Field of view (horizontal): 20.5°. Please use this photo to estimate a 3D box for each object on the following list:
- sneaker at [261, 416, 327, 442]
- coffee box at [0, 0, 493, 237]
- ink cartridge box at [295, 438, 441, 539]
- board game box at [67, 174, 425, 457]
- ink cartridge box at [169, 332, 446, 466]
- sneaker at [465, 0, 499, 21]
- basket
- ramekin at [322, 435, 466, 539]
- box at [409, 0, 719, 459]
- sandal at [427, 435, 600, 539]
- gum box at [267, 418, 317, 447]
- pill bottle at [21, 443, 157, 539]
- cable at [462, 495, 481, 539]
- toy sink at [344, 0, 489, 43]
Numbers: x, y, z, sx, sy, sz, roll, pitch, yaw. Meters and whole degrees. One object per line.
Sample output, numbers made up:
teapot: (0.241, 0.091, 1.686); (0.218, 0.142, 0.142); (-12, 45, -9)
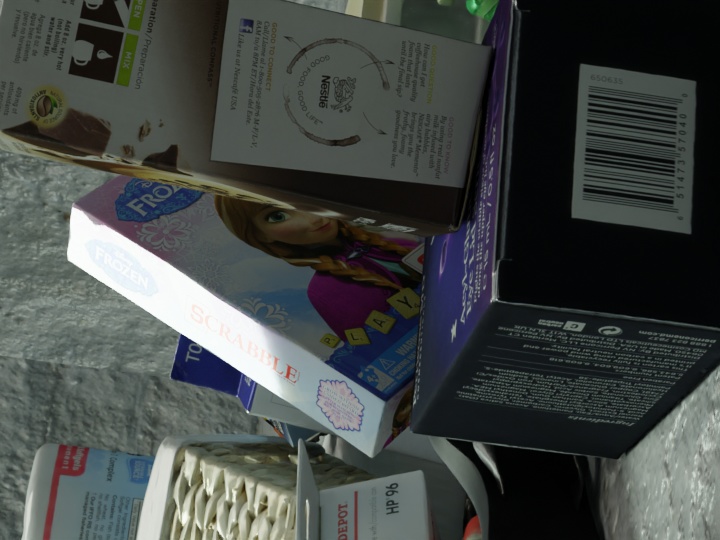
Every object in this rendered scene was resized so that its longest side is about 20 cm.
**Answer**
sneaker: (0.000, 0.030, 1.362); (0.200, 0.090, 0.070); (-42, 6, 4)
coffee box: (-0.053, -0.072, 0.849); (0.113, 0.199, 0.080); (166, 116, -85)
ink cartridge box: (0.019, 0.197, 1.124); (0.116, 0.068, 0.201); (-92, -12, -60)
board game box: (-0.012, -0.016, 1.034); (0.200, 0.199, 0.041); (-38, -30, -44)
ink cartridge box: (0.000, 0.000, 1.184); (0.041, 0.199, 0.201); (-52, -24, -82)
sneaker: (0.102, -0.232, 1.149); (0.074, 0.083, 0.201); (123, 156, -77)
basket: (-0.056, 0.212, 1.229); (0.123, 0.135, 0.201); (14, 95, 42)
ramekin: (0.014, 0.208, 1.390); (0.202, 0.094, 0.203); (-172, 90, -84)
box: (0.091, -0.015, 0.865); (0.200, 0.104, 0.149); (113, 164, -67)
sandal: (0.083, 0.096, 0.989); (0.200, 0.076, 0.043); (-110, 24, -56)
gum box: (-0.028, 0.007, 1.321); (0.200, 0.170, 0.045); (42, 157, 45)
pill bottle: (-0.128, 0.183, 1.358); (0.109, 0.199, 0.109); (-172, 90, -84)
cable: (0.067, 0.146, 1.145); (0.200, 0.050, 0.098); (-102, 14, -71)
toy sink: (0.057, -0.139, 1.257); (0.200, 0.130, 0.113); (114, 163, -67)
